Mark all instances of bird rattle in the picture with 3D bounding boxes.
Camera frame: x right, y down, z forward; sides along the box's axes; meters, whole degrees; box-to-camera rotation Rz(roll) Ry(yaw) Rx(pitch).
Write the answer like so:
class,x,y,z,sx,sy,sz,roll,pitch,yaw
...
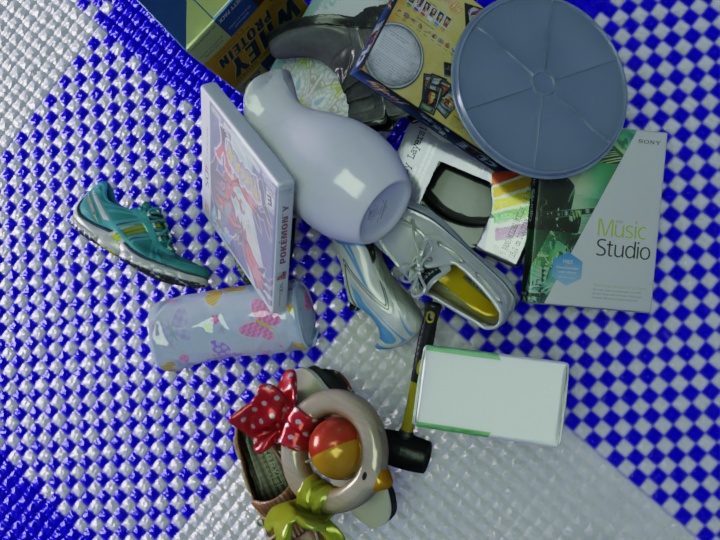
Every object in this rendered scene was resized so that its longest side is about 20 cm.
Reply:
class,x,y,z,sx,sy,sz,roll,pitch,yaw
bird rattle,-0.041,0.195,1.041,0.162,0.112,0.201,-26,59,23

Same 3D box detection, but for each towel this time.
class,x,y,z,sx,sy,sz,roll,pitch,yaw
towel,-0.005,-0.246,1.133,0.171,0.048,0.201,40,106,19

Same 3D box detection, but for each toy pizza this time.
class,x,y,z,sx,sy,sz,roll,pitch,yaw
toy pizza,0.187,-0.192,1.016,0.198,0.032,0.202,2,81,-13

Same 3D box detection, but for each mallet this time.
class,x,y,z,sx,sy,sz,roll,pitch,yaw
mallet,0.072,0.136,1.092,0.065,0.041,0.201,21,105,11

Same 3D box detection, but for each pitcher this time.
class,x,y,z,sx,sy,sz,roll,pitch,yaw
pitcher,-0.048,-0.099,1.057,0.200,0.121,0.172,39,135,26

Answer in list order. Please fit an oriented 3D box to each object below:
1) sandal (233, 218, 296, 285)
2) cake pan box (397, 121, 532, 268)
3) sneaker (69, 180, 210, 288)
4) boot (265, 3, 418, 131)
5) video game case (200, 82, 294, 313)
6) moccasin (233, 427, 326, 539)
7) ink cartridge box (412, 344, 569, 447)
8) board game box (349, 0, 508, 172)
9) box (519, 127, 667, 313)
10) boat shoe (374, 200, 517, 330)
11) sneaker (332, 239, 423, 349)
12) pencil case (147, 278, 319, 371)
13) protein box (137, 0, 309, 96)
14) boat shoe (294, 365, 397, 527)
class,x,y,z,sx,sy,sz,roll,pitch,yaw
sandal,-0.108,-0.076,1.160,0.075,0.048,0.202,17,90,13
cake pan box,0.135,-0.122,1.113,0.183,0.052,0.201,26,91,14
sneaker,-0.265,-0.042,1.181,0.199,0.078,0.080,31,84,12
boot,-0.016,-0.218,1.079,0.199,0.070,0.133,-2,95,30
video game case,-0.131,-0.082,1.078,0.023,0.183,0.200,-18,47,-26
moccasin,-0.093,0.263,1.118,0.073,0.078,0.203,-20,82,12
ink cartridge box,0.143,0.131,1.018,0.145,0.200,0.085,6,85,12
board game box,0.105,-0.214,1.030,0.199,0.035,0.136,31,81,-19
box,0.256,-0.059,1.060,0.143,0.036,0.202,4,90,-8
boat shoe,0.078,-0.001,1.060,0.202,0.086,0.075,39,120,3
sneaker,0.000,0.000,1.124,0.072,0.072,0.201,-33,77,17
pencil case,-0.152,0.067,1.143,0.198,0.083,0.091,-11,103,12
protein box,-0.183,-0.337,1.116,0.135,0.200,0.199,-45,79,6
boat shoe,-0.011,0.194,1.091,0.074,0.063,0.202,-49,60,28
